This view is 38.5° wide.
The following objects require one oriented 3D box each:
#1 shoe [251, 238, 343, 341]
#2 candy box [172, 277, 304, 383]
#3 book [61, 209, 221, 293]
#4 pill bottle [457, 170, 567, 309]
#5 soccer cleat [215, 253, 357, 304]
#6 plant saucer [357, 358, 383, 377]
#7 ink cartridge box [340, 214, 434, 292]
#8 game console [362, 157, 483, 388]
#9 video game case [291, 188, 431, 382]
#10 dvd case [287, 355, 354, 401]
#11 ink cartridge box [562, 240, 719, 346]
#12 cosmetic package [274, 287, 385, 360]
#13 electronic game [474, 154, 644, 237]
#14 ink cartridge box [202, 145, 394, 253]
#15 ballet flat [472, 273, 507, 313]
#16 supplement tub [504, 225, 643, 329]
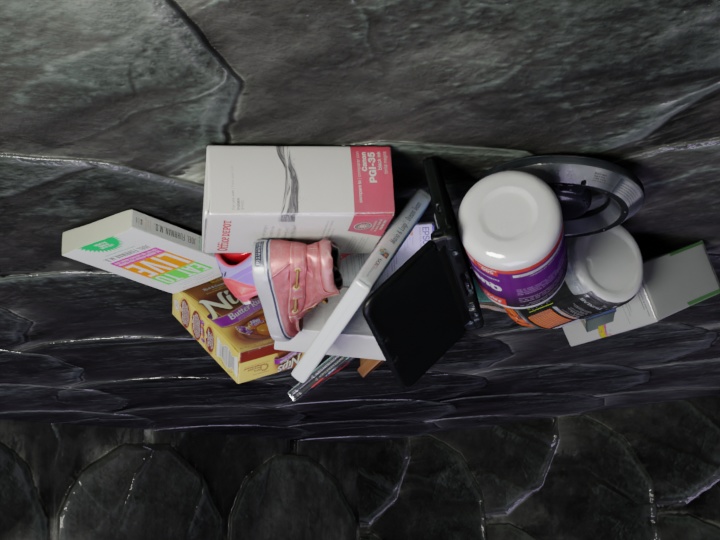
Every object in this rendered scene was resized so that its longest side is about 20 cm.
[{"bbox_3d":[-0.063,0.025,1.180,0.091,0.072,0.200,-3,153,4],"label":"shoe"},{"bbox_3d":[-0.172,0.074,1.462,0.116,0.057,0.200,-14,-147,-34],"label":"candy box"},{"bbox_3d":[-0.274,-0.027,1.372,0.133,0.048,0.200,-15,157,33],"label":"book"},{"bbox_3d":[0.177,-0.025,1.171,0.112,0.113,0.200,-6,158,12],"label":"pill bottle"},{"bbox_3d":[-0.083,-0.025,1.254,0.199,0.077,0.067,-24,-158,20],"label":"soccer cleat"},{"bbox_3d":[0.071,0.096,1.663,0.200,0.032,0.200,-40,174,-5],"label":"plant saucer"},{"bbox_3d":[0.000,0.000,1.347,0.199,0.043,0.197,-3,135,3],"label":"ink cartridge box"},{"bbox_3d":[0.065,0.005,1.168,0.116,0.176,0.200,-15,145,7],"label":"game console"},{"bbox_3d":[0.001,0.018,1.202,0.024,0.182,0.200,35,136,0],"label":"video game case"},{"bbox_3d":[-0.016,0.128,1.630,0.200,0.022,0.146,-39,174,16],"label":"dvd case"},{"bbox_3d":[0.407,0.036,1.537,0.145,0.088,0.200,-19,176,-31],"label":"ink cartridge box"},{"bbox_3d":[-0.008,0.068,1.330,0.199,0.083,0.051,7,138,-4],"label":"cosmetic package"},{"bbox_3d":[0.232,-0.087,1.216,0.199,0.042,0.200,5,161,2],"label":"electronic game"},{"bbox_3d":[-0.074,-0.076,1.136,0.199,0.083,0.147,0,165,-10],"label":"ink cartridge box"},{"bbox_3d":[0.236,0.038,1.596,0.199,0.068,0.067,14,178,24],"label":"ballet flat"},{"bbox_3d":[0.286,0.012,1.432,0.122,0.123,0.200,5,164,-25],"label":"supplement tub"}]
